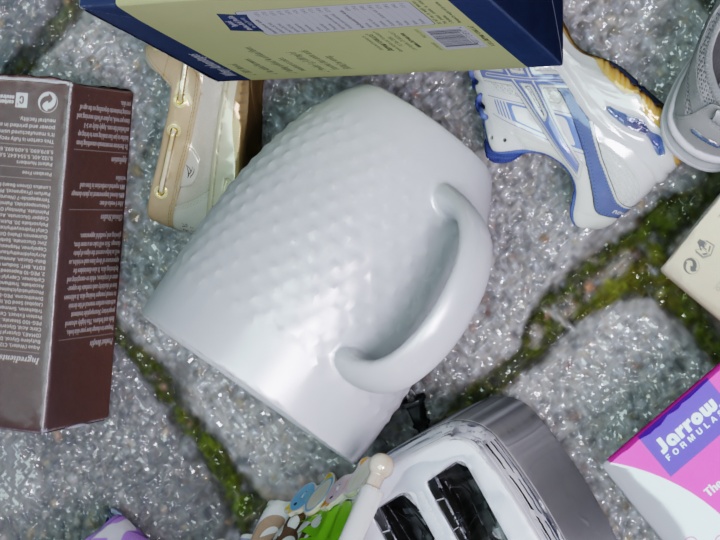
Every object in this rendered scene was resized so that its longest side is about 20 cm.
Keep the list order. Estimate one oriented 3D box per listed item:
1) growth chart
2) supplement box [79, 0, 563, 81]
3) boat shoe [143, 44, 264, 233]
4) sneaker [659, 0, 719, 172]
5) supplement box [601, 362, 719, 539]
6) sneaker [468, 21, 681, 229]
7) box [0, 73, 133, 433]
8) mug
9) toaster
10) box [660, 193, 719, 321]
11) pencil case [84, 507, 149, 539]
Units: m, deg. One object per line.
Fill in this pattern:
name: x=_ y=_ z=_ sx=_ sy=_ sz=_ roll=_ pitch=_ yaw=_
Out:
growth chart: x=-0.052 y=0.173 z=1.271 sx=0.018 sy=0.200 sz=0.145 roll=32 pitch=58 yaw=-18
supplement box: x=-0.014 y=-0.182 z=1.206 sx=0.199 sy=0.200 sz=0.135 roll=-1 pitch=83 yaw=17
boat shoe: x=-0.092 y=-0.119 z=1.368 sx=0.069 sy=0.074 sz=0.201 roll=5 pitch=94 yaw=10
sneaker: x=0.228 y=-0.146 z=1.255 sx=0.074 sy=0.082 sz=0.201 roll=24 pitch=80 yaw=-3
supplement box: x=0.235 y=0.145 z=1.270 sx=0.101 sy=0.103 sz=0.200 roll=-42 pitch=79 yaw=14
sneaker: x=0.085 y=-0.107 z=1.318 sx=0.200 sy=0.075 sz=0.088 roll=44 pitch=102 yaw=11
box: x=-0.188 y=-0.011 z=1.386 sx=0.074 sy=0.100 sz=0.201 roll=4 pitch=92 yaw=16
mug: x=0.000 y=0.000 z=1.289 sx=0.147 sy=0.200 sz=0.176 roll=38 pitch=85 yaw=-32
toaster: x=0.070 y=0.151 z=1.302 sx=0.113 sy=0.129 sz=0.201 roll=-29 pitch=84 yaw=14
box: x=0.264 y=0.032 z=1.263 sx=0.200 sy=0.095 sz=0.078 roll=41 pitch=102 yaw=12
pencil case: x=-0.103 y=0.232 z=1.379 sx=0.200 sy=0.084 sz=0.086 roll=42 pitch=137 yaw=13
